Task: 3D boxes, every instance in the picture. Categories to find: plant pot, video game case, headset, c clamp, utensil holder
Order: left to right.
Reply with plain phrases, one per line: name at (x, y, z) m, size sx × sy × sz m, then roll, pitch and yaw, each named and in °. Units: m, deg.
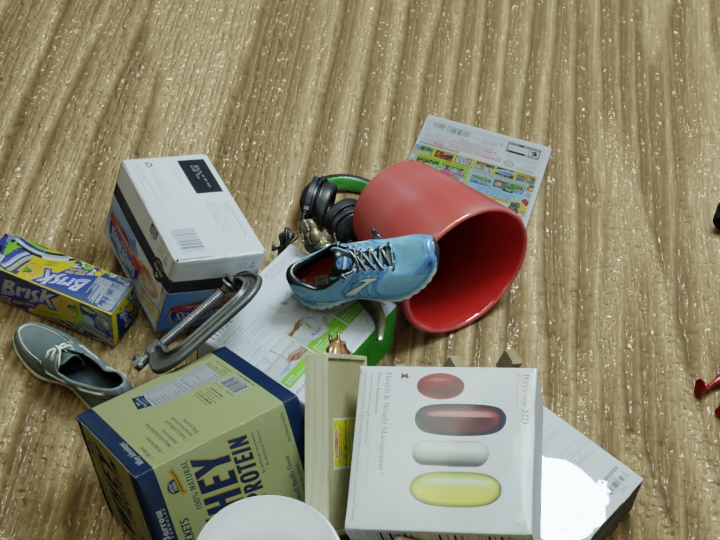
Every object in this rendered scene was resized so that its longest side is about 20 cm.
c clamp at (-0.205, 0.062, 1.599) m, size 0.200 × 0.027 × 0.171 m, roll -39°, pitch 16°, yaw -1°
utensil holder at (-0.098, 0.353, 1.360) m, size 0.169 × 0.200 × 0.170 m, roll 2°, pitch 48°, yaw -3°
headset at (-0.042, -0.071, 1.833) m, size 0.123 × 0.094 × 0.200 m, roll 35°, pitch 40°, yaw 28°
plant pot at (0.094, -0.044, 1.741) m, size 0.200 × 0.201 × 0.177 m, roll -24°, pitch 45°, yaw -23°
video game case at (0.169, -0.144, 1.930) m, size 0.199 × 0.023 × 0.182 m, roll 17°, pitch 50°, yaw 8°

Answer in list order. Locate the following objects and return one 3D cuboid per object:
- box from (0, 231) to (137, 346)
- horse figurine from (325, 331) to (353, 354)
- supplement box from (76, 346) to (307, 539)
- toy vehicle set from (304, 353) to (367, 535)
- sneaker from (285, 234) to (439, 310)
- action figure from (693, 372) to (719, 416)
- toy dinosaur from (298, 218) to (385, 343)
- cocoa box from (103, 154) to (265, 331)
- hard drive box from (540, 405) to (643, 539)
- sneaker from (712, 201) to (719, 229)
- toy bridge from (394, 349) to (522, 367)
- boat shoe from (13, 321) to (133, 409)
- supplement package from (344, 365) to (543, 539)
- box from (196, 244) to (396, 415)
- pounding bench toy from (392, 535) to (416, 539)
box at (-0.395, 0.024, 1.704) m, size 0.199 × 0.070 × 0.064 m, roll 21°, pitch 49°, yaw 13°
horse figurine at (-0.026, 0.193, 1.549) m, size 0.050 × 0.133 × 0.200 m, roll 4°, pitch 58°, yaw 41°
supplement box at (-0.183, 0.210, 1.469) m, size 0.199 × 0.135 × 0.200 m, roll -25°, pitch 25°, yaw -23°
toy vehicle set at (-0.026, 0.194, 1.457) m, size 0.026 × 0.124 × 0.201 m, roll -3°, pitch 83°, yaw 22°
sneaker at (0.000, 0.000, 1.578) m, size 0.199 × 0.090 × 0.079 m, roll -16°, pitch 71°, yaw 16°
action figure at (0.534, 0.105, 1.700) m, size 0.200 × 0.099 × 0.065 m, roll -27°, pitch 58°, yaw -28°
toy dinosaur at (0.002, -0.004, 1.651) m, size 0.088 × 0.047 × 0.200 m, roll -39°, pitch 62°, yaw 1°
cocoa box at (-0.237, -0.039, 1.715) m, size 0.133 × 0.131 × 0.200 m, roll -7°, pitch 48°, yaw -34°
hard drive box at (0.209, 0.256, 1.552) m, size 0.200 × 0.077 × 0.156 m, roll 37°, pitch 56°, yaw 24°
sneaker at (0.592, -0.041, 1.854) m, size 0.099 × 0.070 × 0.200 m, roll -39°, pitch 58°, yaw -24°
toy bridge at (0.111, 0.139, 1.644) m, size 0.199 × 0.067 × 0.027 m, roll -5°, pitch 48°, yaw -34°
boat shoe at (-0.363, 0.114, 1.634) m, size 0.200 × 0.062 × 0.073 m, roll 34°, pitch 55°, yaw 22°
supplement package at (0.099, 0.220, 1.440) m, size 0.199 × 0.147 × 0.192 m, roll -1°, pitch 63°, yaw 11°
box at (-0.082, 0.090, 1.657) m, size 0.176 × 0.097 × 0.200 m, roll 29°, pitch 53°, yaw 19°
pounding bench toy at (0.097, 0.401, 1.381) m, size 0.199 × 0.124 × 0.156 m, roll 19°, pitch 47°, yaw -22°
